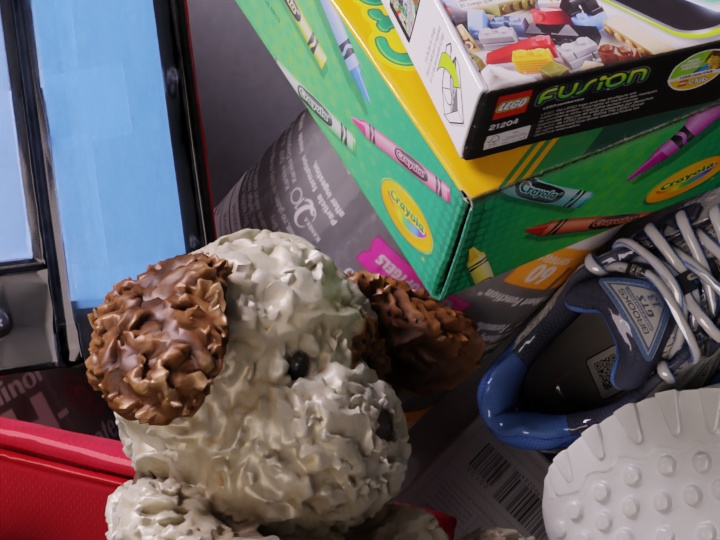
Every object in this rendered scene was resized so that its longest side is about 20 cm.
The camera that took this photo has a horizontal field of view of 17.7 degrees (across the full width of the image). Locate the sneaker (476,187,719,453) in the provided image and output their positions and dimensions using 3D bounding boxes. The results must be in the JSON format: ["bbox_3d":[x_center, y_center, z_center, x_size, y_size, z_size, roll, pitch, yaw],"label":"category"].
[{"bbox_3d":[0.119,0.012,0.808,0.200,0.085,0.077,-42,69,34],"label":"sneaker"}]

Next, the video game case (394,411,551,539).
[{"bbox_3d":[0.033,0.174,0.918,0.143,0.018,0.200,45,78,0],"label":"video game case"}]

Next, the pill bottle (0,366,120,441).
[{"bbox_3d":[-0.163,0.055,0.967,0.111,0.111,0.200,-21,101,27],"label":"pill bottle"}]

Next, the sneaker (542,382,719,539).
[{"bbox_3d":[0.157,0.061,0.788,0.200,0.080,0.077,-21,85,25],"label":"sneaker"}]

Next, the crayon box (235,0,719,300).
[{"bbox_3d":[0.029,-0.098,0.779,0.200,0.119,0.058,57,154,25],"label":"crayon box"}]

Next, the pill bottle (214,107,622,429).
[{"bbox_3d":[0.000,0.000,0.878,0.116,0.116,0.200,44,119,1],"label":"pill bottle"}]

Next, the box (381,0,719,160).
[{"bbox_3d":[0.103,-0.107,0.741,0.035,0.199,0.110,106,145,-54],"label":"box"}]

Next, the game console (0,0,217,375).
[{"bbox_3d":[-0.144,-0.058,0.846,0.172,0.119,0.201,-7,91,-3],"label":"game console"}]

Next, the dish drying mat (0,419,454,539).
[{"bbox_3d":[-0.067,0.097,0.873,0.199,0.018,0.077,12,142,4],"label":"dish drying mat"}]

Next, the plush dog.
[{"bbox_3d":[-0.032,0.073,0.762,0.160,0.200,0.172,2,90,31],"label":"plush dog"}]
